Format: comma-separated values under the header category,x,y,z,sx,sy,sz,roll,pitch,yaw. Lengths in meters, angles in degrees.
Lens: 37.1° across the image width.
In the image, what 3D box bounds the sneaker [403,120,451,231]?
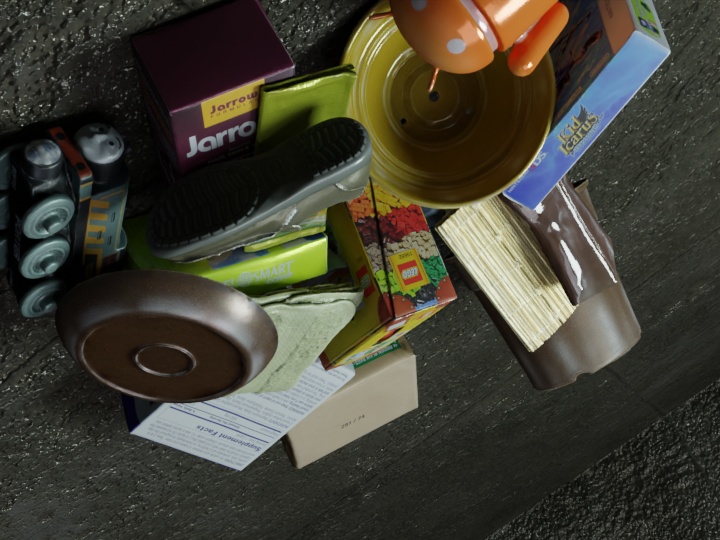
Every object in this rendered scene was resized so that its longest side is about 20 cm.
category,x,y,z,sx,sy,sz,roll,pitch,yaw
sneaker,0.069,-0.086,1.167,0.079,0.079,0.200,-38,142,2

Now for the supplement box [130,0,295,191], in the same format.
category,x,y,z,sx,sy,sz,roll,pitch,yaw
supplement box,-0.116,-0.118,0.909,0.109,0.086,0.201,-23,152,-15

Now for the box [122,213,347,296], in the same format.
category,x,y,z,sx,sy,sz,roll,pitch,yaw
box,-0.124,-0.022,1.018,0.197,0.122,0.048,-17,129,-26

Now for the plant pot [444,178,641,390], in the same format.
category,x,y,z,sx,sy,sz,roll,pitch,yaw
plant pot,0.234,0.024,1.312,0.198,0.200,0.200,-29,-177,1

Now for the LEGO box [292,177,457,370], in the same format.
category,x,y,z,sx,sy,sz,roll,pitch,yaw
LEGO box,0.000,0.000,1.100,0.076,0.151,0.200,-17,169,-26

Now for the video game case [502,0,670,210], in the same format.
category,x,y,z,sx,sy,sz,roll,pitch,yaw
video game case,0.198,-0.189,1.021,0.045,0.183,0.201,25,127,-18

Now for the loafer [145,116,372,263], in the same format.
category,x,y,z,sx,sy,sz,roll,pitch,yaw
loafer,-0.076,-0.051,0.861,0.197,0.076,0.070,-21,143,3

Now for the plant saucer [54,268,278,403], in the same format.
category,x,y,z,sx,sy,sz,roll,pitch,yaw
plant saucer,-0.171,0.068,0.943,0.196,0.033,0.202,1,144,1

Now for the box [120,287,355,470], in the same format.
category,x,y,z,sx,sy,sz,roll,pitch,yaw
box,-0.142,0.111,1.213,0.199,0.106,0.183,-41,138,18

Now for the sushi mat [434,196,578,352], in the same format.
category,x,y,z,sx,sy,sz,roll,pitch,yaw
sushi mat,0.168,-0.009,1.178,0.096,0.012,0.201,-44,114,-8

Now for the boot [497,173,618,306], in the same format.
category,x,y,z,sx,sy,sz,roll,pitch,yaw
boot,0.234,-0.086,1.175,0.187,0.200,0.064,-51,-157,-25

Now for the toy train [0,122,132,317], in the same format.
category,x,y,z,sx,sy,sz,roll,pitch,yaw
toy train,-0.252,-0.043,0.910,0.113,0.085,0.201,-27,154,-34

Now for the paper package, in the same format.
category,x,y,z,sx,sy,sz,roll,pitch,yaw
paper package,-0.030,0.155,1.442,0.197,0.104,0.192,-25,153,-10

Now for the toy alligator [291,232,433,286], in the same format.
category,x,y,z,sx,sy,sz,roll,pitch,yaw
toy alligator,-0.003,-0.016,1.242,0.197,0.060,0.054,-22,-169,22

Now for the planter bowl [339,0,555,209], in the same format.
category,x,y,z,sx,sy,sz,roll,pitch,yaw
planter bowl,0.073,-0.161,0.986,0.198,0.202,0.083,-30,-172,-1

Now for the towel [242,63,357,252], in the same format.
category,x,y,z,sx,sy,sz,roll,pitch,yaw
towel,-0.054,-0.089,0.908,0.085,0.018,0.201,-21,151,-25

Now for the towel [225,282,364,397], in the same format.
category,x,y,z,sx,sy,sz,roll,pitch,yaw
towel,-0.093,0.073,1.041,0.146,0.037,0.200,-5,152,-33

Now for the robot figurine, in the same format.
category,x,y,z,sx,sy,sz,roll,pitch,yaw
robot figurine,0.106,-0.243,0.877,0.200,0.117,0.144,-42,145,4
